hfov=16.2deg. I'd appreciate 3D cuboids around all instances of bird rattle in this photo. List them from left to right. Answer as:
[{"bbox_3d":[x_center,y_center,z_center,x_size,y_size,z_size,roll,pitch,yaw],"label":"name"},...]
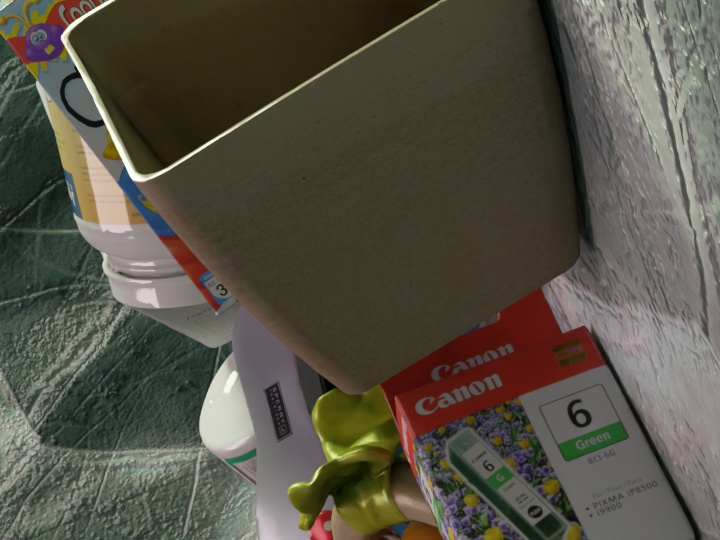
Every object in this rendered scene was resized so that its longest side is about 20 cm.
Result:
[{"bbox_3d":[0.027,0.157,1.382,0.162,0.113,0.201,20,134,21],"label":"bird rattle"}]

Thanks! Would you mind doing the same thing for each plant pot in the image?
[{"bbox_3d":[-0.002,-0.065,1.232,0.178,0.199,0.200,59,179,-30],"label":"plant pot"}]

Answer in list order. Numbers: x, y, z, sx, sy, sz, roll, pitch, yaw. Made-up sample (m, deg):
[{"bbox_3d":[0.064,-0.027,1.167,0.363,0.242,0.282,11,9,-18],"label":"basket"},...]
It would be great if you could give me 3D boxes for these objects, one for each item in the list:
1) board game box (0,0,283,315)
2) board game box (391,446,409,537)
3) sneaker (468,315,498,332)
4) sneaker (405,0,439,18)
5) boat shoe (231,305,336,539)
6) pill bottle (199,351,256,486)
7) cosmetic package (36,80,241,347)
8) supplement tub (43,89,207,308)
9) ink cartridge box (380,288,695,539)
[{"bbox_3d":[-0.093,-0.097,1.365,0.200,0.103,0.105,53,-169,-16],"label":"board game box"},{"bbox_3d":[0.084,0.183,1.483,0.200,0.047,0.151,36,155,31],"label":"board game box"},{"bbox_3d":[0.000,0.000,1.511,0.200,0.086,0.076,14,95,56],"label":"sneaker"},{"bbox_3d":[0.005,-0.184,1.358,0.083,0.071,0.201,-38,-70,-74],"label":"sneaker"},{"bbox_3d":[-0.029,0.108,1.544,0.056,0.068,0.201,10,-117,-49],"label":"boat shoe"},{"bbox_3d":[-0.008,0.132,1.787,0.200,0.113,0.113,40,-173,-28],"label":"pill bottle"},{"bbox_3d":[-0.087,-0.067,1.698,0.168,0.166,0.200,67,-171,14],"label":"cosmetic package"},{"bbox_3d":[-0.110,-0.093,1.498,0.145,0.144,0.201,-131,28,-70],"label":"supplement tub"},{"bbox_3d":[0.079,0.083,1.282,0.050,0.108,0.201,82,166,-57],"label":"ink cartridge box"}]
